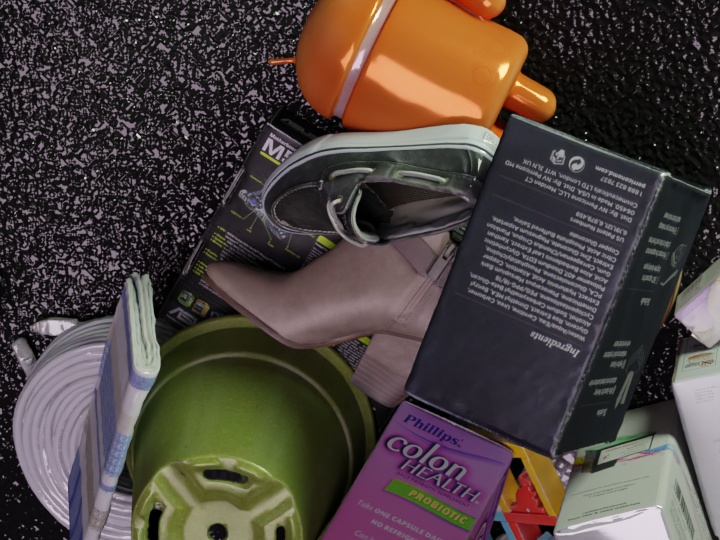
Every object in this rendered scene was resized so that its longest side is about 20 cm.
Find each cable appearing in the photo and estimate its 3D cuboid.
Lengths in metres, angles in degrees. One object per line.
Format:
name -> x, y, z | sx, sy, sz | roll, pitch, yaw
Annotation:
cable -> -0.178, 0.131, 1.656 | 0.199, 0.069, 0.201 | -8, 110, 16

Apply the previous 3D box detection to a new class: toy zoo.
toy zoo -> 0.118, 0.188, 1.599 | 0.131, 0.020, 0.201 | -3, 118, 54

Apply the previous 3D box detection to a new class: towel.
towel -> -0.184, 0.118, 1.540 | 0.024, 0.147, 0.201 | 12, 116, -15

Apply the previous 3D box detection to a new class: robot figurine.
robot figurine -> 0.041, -0.141, 1.468 | 0.199, 0.117, 0.144 | 26, 138, 2

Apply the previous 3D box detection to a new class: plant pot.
plant pot -> -0.093, 0.158, 1.514 | 0.199, 0.190, 0.201 | 1, 108, 3

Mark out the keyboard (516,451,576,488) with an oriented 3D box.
keyboard -> 0.219, 0.198, 1.626 | 0.199, 0.011, 0.056 | 30, 115, -1

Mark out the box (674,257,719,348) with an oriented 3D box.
box -> 0.309, -0.024, 1.495 | 0.039, 0.041, 0.200 | 42, 114, -7

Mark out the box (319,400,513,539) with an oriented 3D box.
box -> 0.021, 0.236, 1.548 | 0.096, 0.200, 0.176 | 23, 141, 11

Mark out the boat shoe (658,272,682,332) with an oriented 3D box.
boat shoe -> 0.179, 0.055, 1.543 | 0.072, 0.068, 0.201 | 29, 115, 0

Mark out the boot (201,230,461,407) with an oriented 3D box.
boot -> 0.000, 0.000, 1.520 | 0.200, 0.070, 0.147 | 32, 106, 3

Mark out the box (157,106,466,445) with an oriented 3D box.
box -> -0.027, 0.007, 1.584 | 0.199, 0.048, 0.194 | 31, 113, 0

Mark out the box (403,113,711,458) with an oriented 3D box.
box -> 0.140, 0.012, 1.416 | 0.117, 0.197, 0.201 | 22, 95, 18

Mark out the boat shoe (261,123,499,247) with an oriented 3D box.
boat shoe -> 0.006, -0.053, 1.431 | 0.199, 0.071, 0.072 | -13, 125, 36

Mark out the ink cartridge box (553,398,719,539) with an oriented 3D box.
ink cartridge box -> 0.212, 0.202, 1.520 | 0.084, 0.200, 0.145 | -15, 105, 17

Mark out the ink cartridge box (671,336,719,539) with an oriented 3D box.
ink cartridge box -> 0.348, 0.125, 1.524 | 0.199, 0.084, 0.176 | -11, 109, 18
